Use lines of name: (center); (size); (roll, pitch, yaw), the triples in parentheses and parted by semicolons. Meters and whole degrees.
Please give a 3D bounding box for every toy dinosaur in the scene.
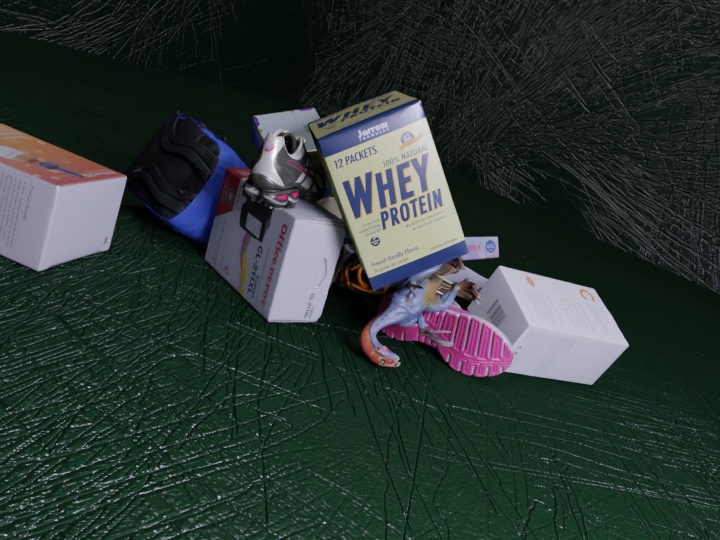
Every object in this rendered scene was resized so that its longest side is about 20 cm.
toy dinosaur: (0.070, 0.053, 1.001); (0.180, 0.106, 0.200); (-27, 13, -11)

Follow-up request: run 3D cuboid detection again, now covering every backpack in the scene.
backpack: (-0.247, -0.135, 1.186); (0.167, 0.163, 0.200); (33, 1, -43)

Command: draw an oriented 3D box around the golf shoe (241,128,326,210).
golf shoe: (-0.085, -0.137, 0.984); (0.076, 0.089, 0.200); (17, 17, 8)

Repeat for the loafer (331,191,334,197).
loafer: (0.024, -0.121, 1.191); (0.199, 0.075, 0.070); (20, -32, 34)

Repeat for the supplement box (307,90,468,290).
supplement box: (0.031, -0.114, 1.005); (0.133, 0.201, 0.200); (-21, 18, -1)

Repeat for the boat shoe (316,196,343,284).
boat shoe: (-0.059, -0.021, 1.138); (0.072, 0.063, 0.201); (10, 50, 3)

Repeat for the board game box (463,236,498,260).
board game box: (0.120, -0.033, 1.367); (0.198, 0.042, 0.199); (-4, 1, 34)

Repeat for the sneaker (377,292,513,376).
sneaker: (0.127, 0.080, 1.072); (0.199, 0.082, 0.088); (26, 18, 19)

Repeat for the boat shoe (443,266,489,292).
boat shoe: (0.221, 0.056, 1.306); (0.199, 0.072, 0.068); (31, -3, 28)

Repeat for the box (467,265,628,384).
box: (0.282, 0.085, 1.150); (0.198, 0.098, 0.125); (12, 38, -27)

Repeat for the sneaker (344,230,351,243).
sneaker: (-0.015, -0.096, 1.280); (0.079, 0.075, 0.201); (49, 35, -19)

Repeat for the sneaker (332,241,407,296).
sneaker: (0.000, 0.000, 1.133); (0.199, 0.079, 0.077); (1, 12, 43)

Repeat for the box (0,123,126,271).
box: (-0.422, -0.097, 0.935); (0.198, 0.107, 0.152); (22, 15, 8)

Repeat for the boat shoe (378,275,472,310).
boat shoe: (0.117, 0.045, 1.201); (0.200, 0.075, 0.075); (11, 26, -27)

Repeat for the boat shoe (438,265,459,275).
boat shoe: (0.091, -0.057, 1.225); (0.074, 0.076, 0.200); (21, 25, -48)

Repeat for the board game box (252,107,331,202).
board game box: (-0.111, -0.139, 1.206); (0.102, 0.201, 0.105); (-12, 49, -19)

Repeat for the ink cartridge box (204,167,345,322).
ink cartridge box: (-0.122, -0.038, 1.035); (0.082, 0.147, 0.200); (3, 22, -39)
